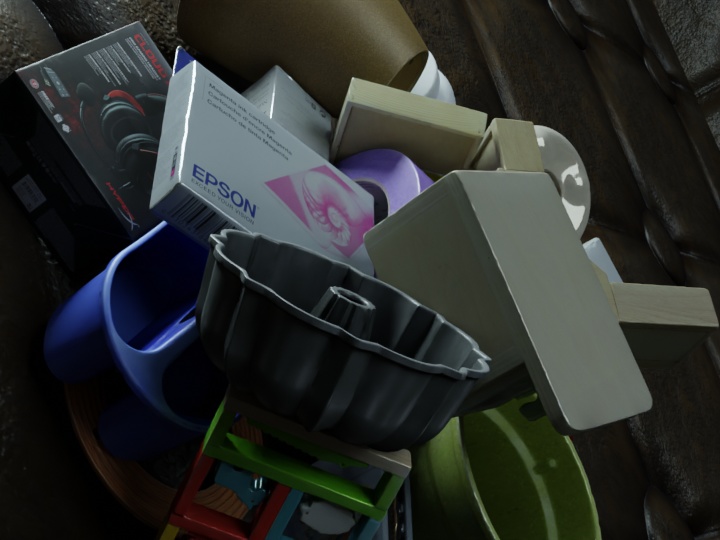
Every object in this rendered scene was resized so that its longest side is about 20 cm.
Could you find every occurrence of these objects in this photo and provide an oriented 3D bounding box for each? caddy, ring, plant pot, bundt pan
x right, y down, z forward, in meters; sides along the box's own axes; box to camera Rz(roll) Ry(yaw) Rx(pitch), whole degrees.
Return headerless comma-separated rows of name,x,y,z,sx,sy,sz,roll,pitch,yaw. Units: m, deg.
caddy,-0.128,0.043,0.864,0.142,0.104,0.200,55,30,-8
ring,-0.147,0.106,0.908,0.200,0.019,0.202,38,35,-34
plant pot,0.069,0.204,0.997,0.200,0.183,0.202,37,37,-35
bundt pan,-0.019,0.051,0.783,0.200,0.076,0.202,24,10,-4
plant pot,-0.038,-0.232,1.140,0.199,0.187,0.186,39,27,10

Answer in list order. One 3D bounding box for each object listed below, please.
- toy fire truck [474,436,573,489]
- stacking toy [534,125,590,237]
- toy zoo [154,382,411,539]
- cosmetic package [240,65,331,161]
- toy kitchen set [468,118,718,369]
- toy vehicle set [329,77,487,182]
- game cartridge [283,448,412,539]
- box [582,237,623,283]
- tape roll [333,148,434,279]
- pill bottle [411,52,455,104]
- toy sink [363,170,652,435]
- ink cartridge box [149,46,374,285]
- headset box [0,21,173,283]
toy fire truck,0.120,0.126,1.138,0.112,0.168,0.200,12,32,-53
stacking toy,0.148,-0.078,1.375,0.145,0.199,0.148,4,83,-37
toy zoo,-0.066,0.179,0.807,0.130,0.201,0.021,23,24,-11
cosmetic package,-0.092,-0.068,1.055,0.081,0.112,0.201,39,34,-31
toy kitchen set,0.181,-0.001,1.093,0.178,0.164,0.202,3,58,-19
toy vehicle set,0.030,-0.092,1.116,0.123,0.200,0.027,15,59,-5
game cartridge,-0.018,0.224,0.891,0.041,0.132,0.201,37,36,-36
box,0.172,0.069,1.265,0.107,0.199,0.152,61,30,1
tape roll,0.000,0.000,1.050,0.085,0.199,0.201,39,35,-33
pill bottle,0.052,-0.151,1.281,0.200,0.108,0.110,69,7,-63
toy sink,0.107,0.039,0.897,0.130,0.112,0.202,-5,67,-50
ink cartridge box,-0.067,-0.071,0.937,0.196,0.043,0.201,35,36,-31
headset box,-0.195,-0.102,0.955,0.149,0.075,0.200,56,29,-7
